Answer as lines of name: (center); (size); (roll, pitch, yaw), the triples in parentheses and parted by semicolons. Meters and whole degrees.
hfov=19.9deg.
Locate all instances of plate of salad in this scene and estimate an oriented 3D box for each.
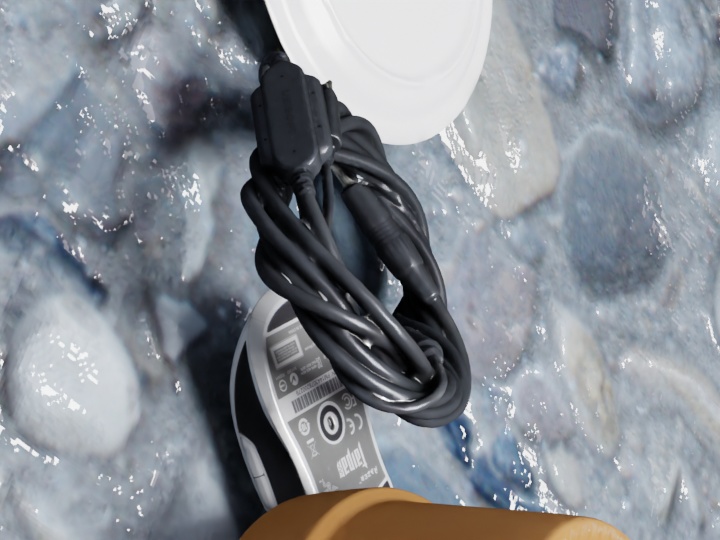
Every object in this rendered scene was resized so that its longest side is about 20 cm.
plate of salad: (0.003, -0.164, 1.066); (0.199, 0.048, 0.202); (9, 78, -51)

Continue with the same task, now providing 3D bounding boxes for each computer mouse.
computer mouse: (-0.017, 0.104, 0.953); (0.109, 0.044, 0.201); (-24, 98, -52)

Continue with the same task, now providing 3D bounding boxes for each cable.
cable: (0.000, 0.000, 0.954); (0.163, 0.051, 0.201); (52, 16, -43)

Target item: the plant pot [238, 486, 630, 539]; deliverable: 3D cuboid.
plant pot: (0.047, 0.180, 0.851); (0.200, 0.139, 0.201); (28, 54, -46)
